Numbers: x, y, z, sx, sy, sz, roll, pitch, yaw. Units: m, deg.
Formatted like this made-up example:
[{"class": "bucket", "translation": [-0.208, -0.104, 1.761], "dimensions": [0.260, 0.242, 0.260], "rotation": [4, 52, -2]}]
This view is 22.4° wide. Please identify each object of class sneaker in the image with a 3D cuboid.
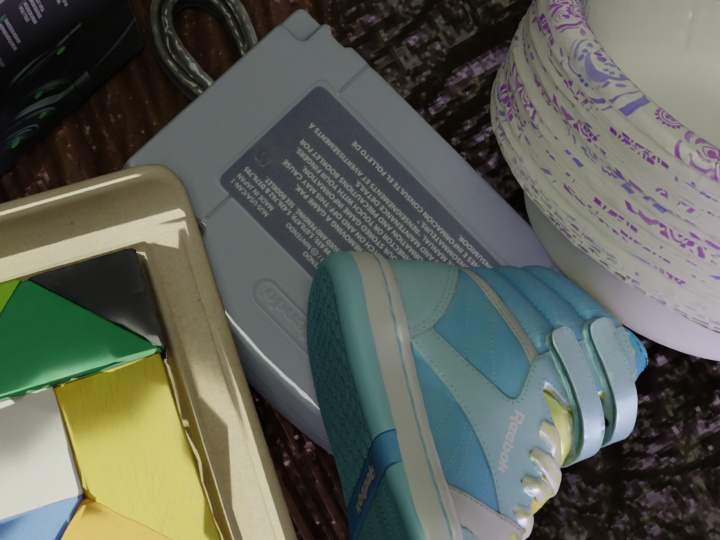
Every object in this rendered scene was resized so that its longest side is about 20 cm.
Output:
[{"class": "sneaker", "translation": [0.061, 0.077, 0.682], "dimensions": [0.129, 0.080, 0.201], "rotation": [-4, 62, -19]}]

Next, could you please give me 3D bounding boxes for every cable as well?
[{"class": "cable", "translation": [-0.038, -0.042, 0.800], "dimensions": [0.096, 0.050, 0.202], "rotation": [-10, 82, -4]}]

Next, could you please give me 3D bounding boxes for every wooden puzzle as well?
[{"class": "wooden puzzle", "translation": [-0.127, 0.074, 0.682], "dimensions": [0.184, 0.037, 0.202], "rotation": [-16, 80, -11]}]

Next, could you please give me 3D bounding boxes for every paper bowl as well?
[{"class": "paper bowl", "translation": [0.147, -0.043, 0.748], "dimensions": [0.200, 0.201, 0.105], "rotation": [27, 125, 4]}]

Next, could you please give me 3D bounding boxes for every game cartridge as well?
[{"class": "game cartridge", "translation": [0.000, 0.000, 0.764], "dimensions": [0.200, 0.041, 0.133], "rotation": [45, 62, 1]}]

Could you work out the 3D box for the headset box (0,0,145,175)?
[{"class": "headset box", "translation": [-0.187, -0.092, 0.745], "dimensions": [0.200, 0.174, 0.093], "rotation": [-42, 84, -6]}]
